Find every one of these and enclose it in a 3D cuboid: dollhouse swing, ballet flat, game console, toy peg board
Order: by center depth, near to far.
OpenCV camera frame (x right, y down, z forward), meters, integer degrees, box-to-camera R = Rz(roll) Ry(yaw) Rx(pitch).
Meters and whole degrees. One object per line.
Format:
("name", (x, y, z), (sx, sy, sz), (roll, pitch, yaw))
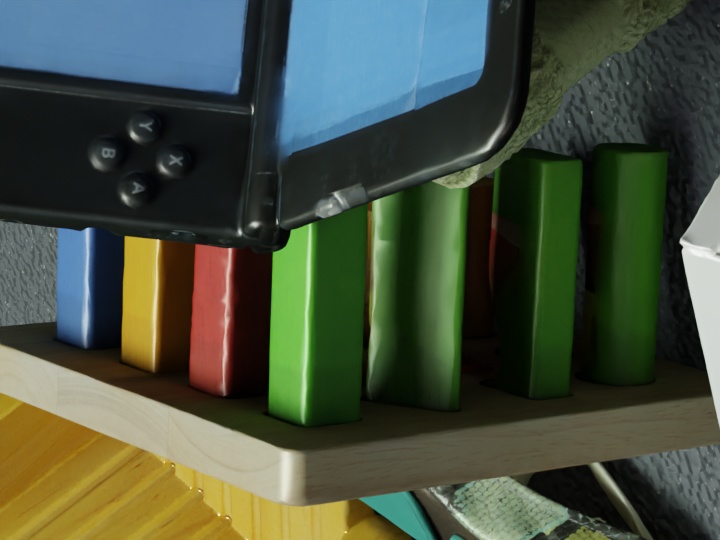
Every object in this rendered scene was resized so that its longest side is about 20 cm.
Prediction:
("game console", (-0.040, -0.119, 0.809), (0.116, 0.175, 0.201), (107, 169, -70))
("toy peg board", (0.000, 0.000, 0.955), (0.199, 0.199, 0.098), (16, 106, 51))
("ballet flat", (0.046, 0.079, 1.036), (0.200, 0.074, 0.075), (37, 137, 27))
("dollhouse swing", (-0.097, 0.081, 1.164), (0.200, 0.181, 0.176), (39, 157, 37))

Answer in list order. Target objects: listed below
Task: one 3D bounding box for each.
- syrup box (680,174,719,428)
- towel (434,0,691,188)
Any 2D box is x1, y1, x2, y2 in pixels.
("syrup box", (0.156, 0.050, 0.791), (0.078, 0.082, 0.201), (9, 133, 31))
("towel", (0.013, -0.093, 0.915), (0.199, 0.148, 0.037), (21, 140, 44))
